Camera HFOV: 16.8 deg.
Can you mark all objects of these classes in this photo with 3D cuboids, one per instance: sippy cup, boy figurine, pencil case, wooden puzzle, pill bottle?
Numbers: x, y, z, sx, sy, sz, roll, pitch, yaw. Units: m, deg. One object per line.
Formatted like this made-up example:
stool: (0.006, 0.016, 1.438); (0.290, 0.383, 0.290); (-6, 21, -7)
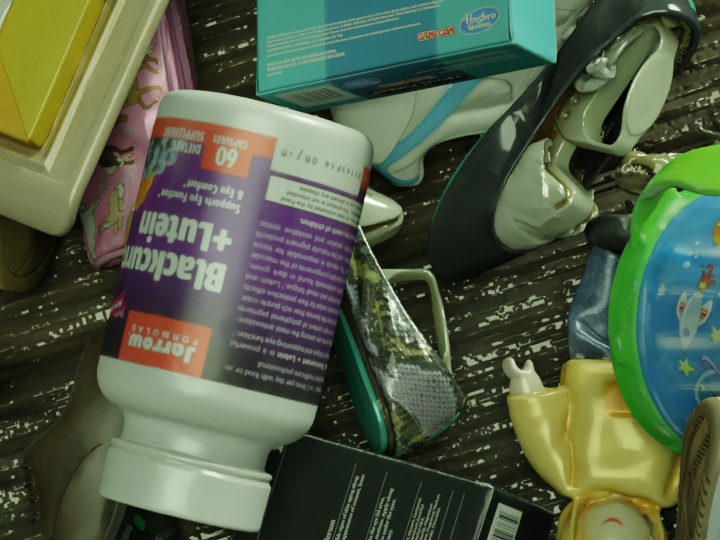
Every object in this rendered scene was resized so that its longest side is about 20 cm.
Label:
sippy cup: (0.211, 0.026, 1.179); (0.130, 0.177, 0.141); (2, 77, 51)
boy figurine: (0.130, 0.074, 1.248); (0.123, 0.064, 0.202); (12, 80, -3)
pencil case: (-0.119, -0.100, 1.302); (0.086, 0.083, 0.202); (-12, 78, 6)
wooden puzzle: (-0.192, -0.140, 1.269); (0.184, 0.037, 0.201); (21, 89, 23)
pill bottle: (-0.067, 0.021, 1.197); (0.111, 0.111, 0.202); (12, 86, 9)

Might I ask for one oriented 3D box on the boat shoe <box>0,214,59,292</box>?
boat shoe: (-0.202, -0.086, 1.323); (0.064, 0.073, 0.202); (-5, 78, 25)

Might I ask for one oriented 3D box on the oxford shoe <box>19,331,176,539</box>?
oxford shoe: (-0.141, 0.129, 1.281); (0.084, 0.073, 0.201); (11, 79, 24)

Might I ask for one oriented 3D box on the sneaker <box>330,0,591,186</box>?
sneaker: (0.075, -0.126, 1.285); (0.199, 0.077, 0.081); (-34, 110, 7)

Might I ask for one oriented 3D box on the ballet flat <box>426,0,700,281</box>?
ballet flat: (0.107, -0.066, 1.249); (0.073, 0.073, 0.200); (39, 102, 12)

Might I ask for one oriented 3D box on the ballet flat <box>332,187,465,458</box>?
ballet flat: (0.000, 0.000, 1.279); (0.072, 0.072, 0.201); (-26, 74, 3)

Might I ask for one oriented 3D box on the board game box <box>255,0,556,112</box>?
board game box: (0.020, -0.192, 1.220); (0.150, 0.047, 0.202); (-8, 77, 32)

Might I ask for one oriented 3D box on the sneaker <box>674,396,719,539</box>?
sneaker: (0.208, 0.135, 1.179); (0.108, 0.201, 0.070); (0, 44, 3)

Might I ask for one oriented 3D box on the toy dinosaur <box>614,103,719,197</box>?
toy dinosaur: (0.232, -0.077, 1.271); (0.198, 0.047, 0.089); (-1, 95, 7)

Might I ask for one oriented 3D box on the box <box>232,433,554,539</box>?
box: (-0.003, 0.193, 1.217); (0.140, 0.079, 0.201); (13, 82, 32)
